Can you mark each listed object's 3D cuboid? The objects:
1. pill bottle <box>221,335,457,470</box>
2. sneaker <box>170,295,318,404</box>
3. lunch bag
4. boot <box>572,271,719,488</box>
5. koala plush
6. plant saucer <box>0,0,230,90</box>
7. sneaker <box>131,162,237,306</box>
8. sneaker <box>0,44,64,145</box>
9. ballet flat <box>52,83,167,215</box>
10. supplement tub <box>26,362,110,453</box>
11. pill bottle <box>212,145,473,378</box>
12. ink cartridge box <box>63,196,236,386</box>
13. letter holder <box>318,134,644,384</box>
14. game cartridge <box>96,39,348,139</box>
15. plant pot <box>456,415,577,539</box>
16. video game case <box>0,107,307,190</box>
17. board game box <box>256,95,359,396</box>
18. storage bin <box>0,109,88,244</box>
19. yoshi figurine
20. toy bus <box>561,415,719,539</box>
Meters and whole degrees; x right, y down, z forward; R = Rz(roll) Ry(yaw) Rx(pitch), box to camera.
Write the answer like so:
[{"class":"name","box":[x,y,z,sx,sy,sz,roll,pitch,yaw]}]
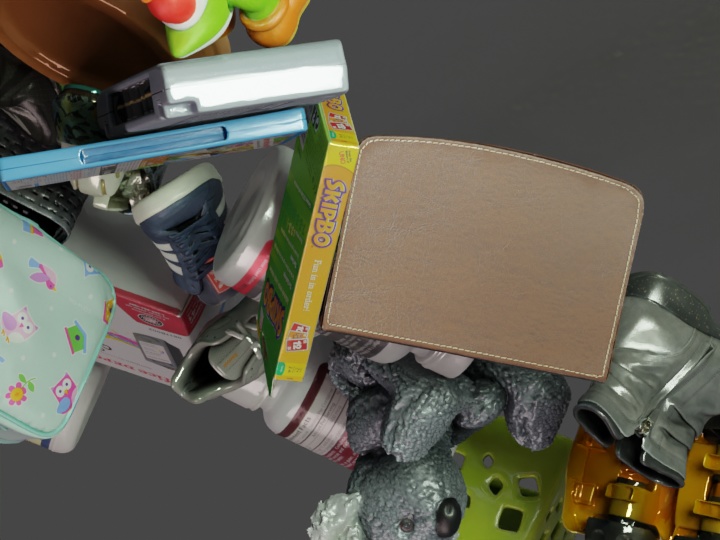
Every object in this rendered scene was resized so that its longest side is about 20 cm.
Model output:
[{"class":"pill bottle","box":[-0.015,0.107,1.778,0.199,0.115,0.114,27,158,-11]},{"class":"sneaker","box":[-0.075,0.047,1.632,0.076,0.092,0.200,46,124,-1]},{"class":"lunch bag","box":[-0.294,0.035,1.560,0.199,0.162,0.077,35,155,-32]},{"class":"boot","box":[0.246,0.102,1.487,0.199,0.133,0.070,28,157,-15]},{"class":"koala plush","box":[0.043,0.153,1.656,0.176,0.202,0.183,-2,-162,-38]},{"class":"plant saucer","box":[-0.185,-0.169,1.398,0.198,0.038,0.201,19,158,8]},{"class":"sneaker","box":[-0.120,-0.021,1.572,0.085,0.075,0.200,60,179,10]},{"class":"sneaker","box":[-0.289,-0.146,1.485,0.076,0.084,0.200,0,150,45]},{"class":"ballet flat","box":[-0.183,-0.080,1.498,0.074,0.075,0.200,17,173,12]},{"class":"supplement tub","box":[-0.343,0.075,1.977,0.198,0.146,0.145,23,159,-3]},{"class":"pill bottle","box":[0.000,0.000,1.514,0.199,0.112,0.111,28,158,-14]},{"class":"ink cartridge box","box":[-0.191,0.022,1.789,0.146,0.086,0.200,17,157,11]},{"class":"letter holder","box":[0.080,-0.020,1.402,0.198,0.144,0.101,10,-169,-4]},{"class":"game cartridge","box":[-0.084,-0.114,1.298,0.132,0.041,0.200,-6,-179,-20]},{"class":"plant pot","box":[0.089,0.244,1.910,0.197,0.183,0.200,16,157,17]},{"class":"video game case","box":[-0.141,-0.080,1.369,0.198,0.018,0.143,-10,-179,-8]},{"class":"board game box","box":[-0.038,-0.020,1.384,0.030,0.096,0.201,9,120,-15]},{"class":"storage bin","box":[-0.309,-0.098,1.608,0.199,0.094,0.135,28,158,-13]},{"class":"yoshi figurine","box":[-0.106,-0.208,1.190,0.112,0.112,0.200,56,-168,27]},{"class":"toy bus","box":[0.292,0.183,1.672,0.199,0.137,0.191,7,170,38]}]
